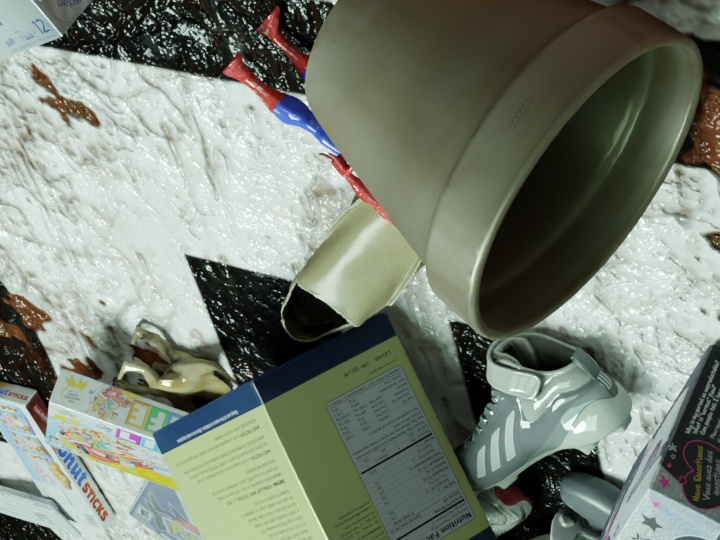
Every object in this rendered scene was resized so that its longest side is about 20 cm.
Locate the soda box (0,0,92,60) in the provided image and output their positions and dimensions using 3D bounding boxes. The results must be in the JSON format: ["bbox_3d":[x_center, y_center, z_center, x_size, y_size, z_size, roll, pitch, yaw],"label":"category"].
[{"bbox_3d":[-0.267,-0.189,1.247,0.199,0.069,0.064,-10,128,47],"label":"soda box"}]

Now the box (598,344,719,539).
[{"bbox_3d":[0.236,0.171,1.208,0.114,0.133,0.201,26,146,8],"label":"box"}]

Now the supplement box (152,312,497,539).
[{"bbox_3d":[-0.030,0.170,1.361,0.200,0.134,0.201,-31,85,58],"label":"supplement box"}]

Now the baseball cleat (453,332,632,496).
[{"bbox_3d":[0.112,0.101,1.301,0.107,0.070,0.199,50,135,-10],"label":"baseball cleat"}]

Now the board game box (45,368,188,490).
[{"bbox_3d":[-0.182,0.155,1.576,0.198,0.035,0.135,20,156,-3],"label":"board game box"}]

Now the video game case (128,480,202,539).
[{"bbox_3d":[-0.125,0.258,1.726,0.199,0.023,0.182,35,146,0],"label":"video game case"}]

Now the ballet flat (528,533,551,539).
[{"bbox_3d":[0.167,0.248,1.409,0.198,0.068,0.069,13,117,-5],"label":"ballet flat"}]

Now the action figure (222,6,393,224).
[{"bbox_3d":[0.003,-0.085,1.150,0.200,0.066,0.052,40,163,-8],"label":"action figure"}]

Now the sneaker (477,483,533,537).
[{"bbox_3d":[0.073,0.216,1.449,0.078,0.082,0.200,38,146,-6],"label":"sneaker"}]

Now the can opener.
[{"bbox_3d":[0.237,0.222,1.344,0.199,0.053,0.067,24,145,15],"label":"can opener"}]

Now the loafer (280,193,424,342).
[{"bbox_3d":[0.000,0.000,1.255,0.076,0.068,0.200,35,147,-2],"label":"loafer"}]

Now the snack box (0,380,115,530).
[{"bbox_3d":[-0.322,0.192,1.810,0.071,0.024,0.201,11,140,34],"label":"snack box"}]

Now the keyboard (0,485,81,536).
[{"bbox_3d":[-0.376,0.259,1.929,0.199,0.011,0.056,5,136,49],"label":"keyboard"}]

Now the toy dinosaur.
[{"bbox_3d":[-0.157,0.088,1.529,0.100,0.059,0.200,22,155,-9],"label":"toy dinosaur"}]

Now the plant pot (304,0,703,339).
[{"bbox_3d":[0.066,-0.090,0.999,0.173,0.200,0.201,38,150,23],"label":"plant pot"}]
